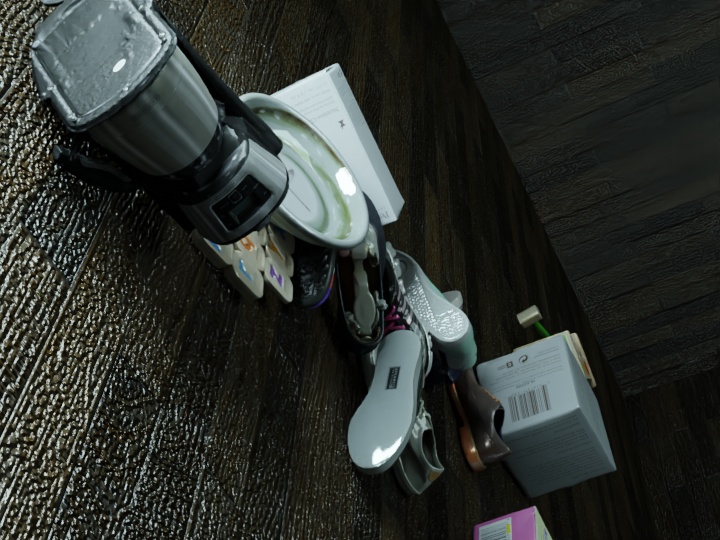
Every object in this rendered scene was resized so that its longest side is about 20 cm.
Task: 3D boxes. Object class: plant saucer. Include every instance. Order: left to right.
[{"bbox_3d":[-0.075,-0.096,1.165,0.200,0.050,0.200,37,30,-27],"label":"plant saucer"}]

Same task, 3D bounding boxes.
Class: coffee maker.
[{"bbox_3d":[-0.162,-0.141,0.911,0.200,0.134,0.193,48,25,-52],"label":"coffee maker"}]

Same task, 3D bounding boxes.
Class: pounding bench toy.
[{"bbox_3d":[0.408,0.176,2.351,0.156,0.124,0.201,14,56,-71],"label":"pounding bench toy"}]

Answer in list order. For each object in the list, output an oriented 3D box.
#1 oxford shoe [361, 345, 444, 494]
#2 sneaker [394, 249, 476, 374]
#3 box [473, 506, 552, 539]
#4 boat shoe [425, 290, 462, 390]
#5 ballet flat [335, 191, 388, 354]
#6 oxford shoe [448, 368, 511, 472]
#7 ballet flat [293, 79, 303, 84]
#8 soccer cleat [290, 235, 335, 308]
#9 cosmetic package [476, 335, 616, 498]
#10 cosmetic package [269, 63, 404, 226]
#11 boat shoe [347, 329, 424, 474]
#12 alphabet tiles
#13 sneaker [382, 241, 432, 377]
[{"bbox_3d":[0.052,0.172,1.337,0.075,0.058,0.200,17,51,-65],"label":"oxford shoe"},{"bbox_3d":[0.083,0.061,1.501,0.200,0.074,0.118,46,-12,35],"label":"sneaker"},{"bbox_3d":[0.233,0.460,1.479,0.200,0.096,0.176,61,17,-19],"label":"box"},{"bbox_3d":[0.120,0.104,1.633,0.093,0.074,0.200,69,24,-13],"label":"boat shoe"},{"bbox_3d":[0.000,0.000,1.285,0.073,0.073,0.201,-7,94,-73],"label":"ballet flat"},{"bbox_3d":[0.185,0.209,1.684,0.071,0.073,0.200,44,28,-53],"label":"oxford shoe"},{"bbox_3d":[-0.036,-0.167,1.474,0.064,0.067,0.200,-79,144,-74],"label":"ballet flat"},{"bbox_3d":[-0.054,-0.028,1.240,0.073,0.068,0.200,57,17,-46],"label":"soccer cleat"},{"bbox_3d":[0.319,0.255,1.887,0.200,0.167,0.167,56,20,-38],"label":"cosmetic package"},{"bbox_3d":[-0.038,-0.139,1.348,0.200,0.113,0.081,63,17,-12],"label":"cosmetic package"},{"bbox_3d":[0.040,0.159,1.251,0.200,0.070,0.064,-69,150,-44],"label":"boat shoe"},{"bbox_3d":[-0.129,-0.062,1.112,0.196,0.015,0.200,50,24,-33],"label":"alphabet tiles"},{"bbox_3d":[0.029,0.052,1.393,0.087,0.074,0.200,-8,79,-66],"label":"sneaker"}]
